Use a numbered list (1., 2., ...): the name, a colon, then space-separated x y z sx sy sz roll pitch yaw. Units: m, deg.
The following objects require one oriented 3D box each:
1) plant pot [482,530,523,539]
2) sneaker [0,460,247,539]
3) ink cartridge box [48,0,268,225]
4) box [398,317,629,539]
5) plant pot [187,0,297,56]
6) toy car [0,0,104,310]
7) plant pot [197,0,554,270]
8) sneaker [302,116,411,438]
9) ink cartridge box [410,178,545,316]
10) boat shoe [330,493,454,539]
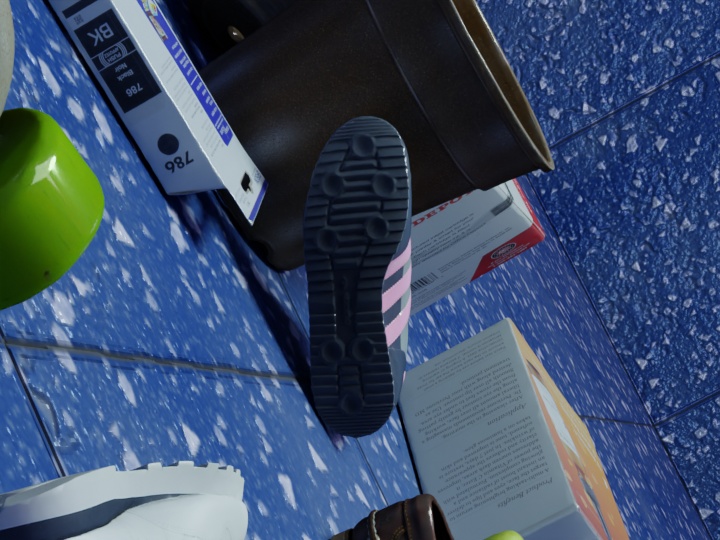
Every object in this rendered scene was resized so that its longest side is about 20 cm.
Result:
1. plant pot: 0.043 0.223 0.709 0.181 0.198 0.201 34 29 -54
2. sneaker: -0.091 0.115 0.695 0.200 0.076 0.081 5 68 -72
3. ink cartridge box: -0.125 -0.115 1.151 0.201 0.039 0.100 58 11 -12
4. box: 0.119 0.166 1.413 0.153 0.106 0.201 53 14 -40
5. plant pot: -0.063 -0.203 1.411 0.200 0.093 0.201 37 -23 19
6. toy car: -0.182 -0.074 0.538 0.165 0.157 0.200 57 0 -32
7. plant pot: -0.001 -0.109 1.291 0.201 0.197 0.201 57 12 -19
8. sneaker: 0.000 0.000 1.222 0.082 0.070 0.202 -43 139 -78
9. ink cartridge box: 0.044 -0.048 1.491 0.084 0.144 0.200 64 10 21
10. boat shoe: 0.058 0.223 1.090 0.201 0.070 0.070 61 10 -12
